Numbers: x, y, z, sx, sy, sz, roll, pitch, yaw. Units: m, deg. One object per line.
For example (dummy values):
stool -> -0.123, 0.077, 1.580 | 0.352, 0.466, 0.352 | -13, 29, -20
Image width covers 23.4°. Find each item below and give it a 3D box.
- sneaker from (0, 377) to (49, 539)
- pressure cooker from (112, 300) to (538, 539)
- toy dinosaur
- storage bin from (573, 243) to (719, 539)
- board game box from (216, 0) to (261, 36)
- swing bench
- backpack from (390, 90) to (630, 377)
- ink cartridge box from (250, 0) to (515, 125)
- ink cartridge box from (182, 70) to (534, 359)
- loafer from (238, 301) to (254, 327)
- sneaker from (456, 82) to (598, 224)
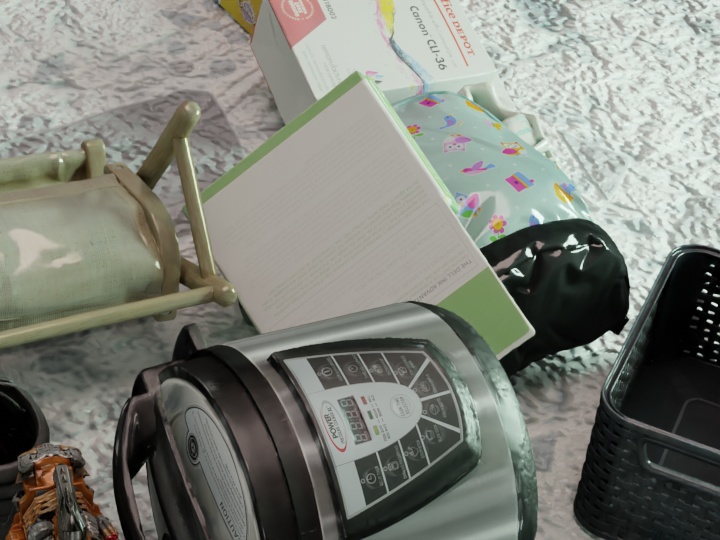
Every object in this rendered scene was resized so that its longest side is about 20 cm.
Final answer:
sneaker -> -0.228, 0.085, 0.973 | 0.070, 0.100, 0.199 | -25, 45, -35
pressure cooker -> -0.028, 0.118, 0.905 | 0.198, 0.181, 0.175 | -12, 17, -26
toy dinosaur -> -0.143, 0.175, 0.834 | 0.101, 0.137, 0.201 | 8, 35, -1
storage bin -> 0.224, 0.086, 1.065 | 0.134, 0.095, 0.200 | 19, 38, 15
board game box -> -0.044, -0.247, 1.514 | 0.152, 0.041, 0.200 | -16, 42, -29
swing bench -> -0.211, -0.017, 1.066 | 0.197, 0.131, 0.199 | -12, 1, -28
backpack -> 0.069, -0.025, 1.158 | 0.165, 0.128, 0.200 | -16, 41, -26
ink cartridge box -> 0.027, -0.171, 1.375 | 0.198, 0.068, 0.117 | -11, 59, -25
ink cartridge box -> 0.000, 0.000, 1.063 | 0.201, 0.145, 0.048 | 56, 9, 16
loafer -> -0.054, -0.044, 1.201 | 0.071, 0.063, 0.201 | -13, 35, 14
sneaker -> 0.116, -0.064, 1.261 | 0.070, 0.081, 0.200 | -15, 43, -31
